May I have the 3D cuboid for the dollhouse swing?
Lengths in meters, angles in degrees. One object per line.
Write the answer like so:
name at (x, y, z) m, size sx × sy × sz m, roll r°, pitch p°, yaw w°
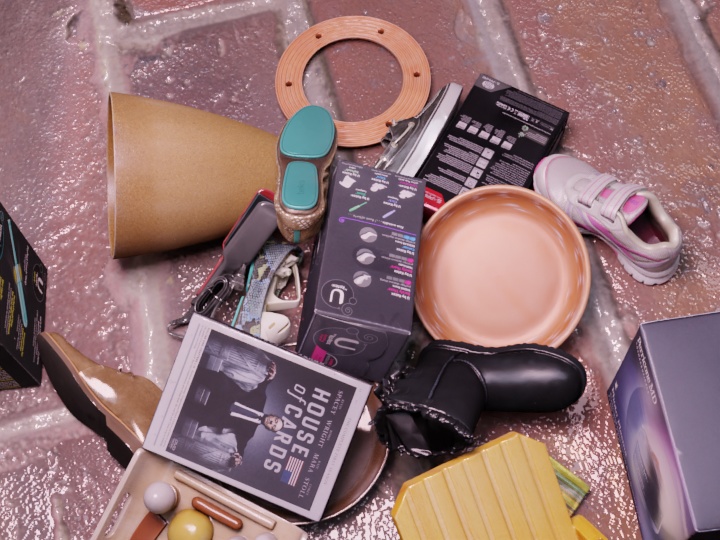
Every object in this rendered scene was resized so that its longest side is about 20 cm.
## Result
dollhouse swing at (0.149, 0.281, 0.955) m, size 0.199 × 0.177 × 0.182 m, roll -22°, pitch 23°, yaw -14°

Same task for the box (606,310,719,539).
box at (0.332, 0.168, 1.006) m, size 0.122 × 0.199 × 0.201 m, roll -8°, pitch 64°, yaw -1°

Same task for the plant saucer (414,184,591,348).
plant saucer at (0.155, 0.007, 1.148) m, size 0.199 × 0.037 × 0.202 m, roll 0°, pitch 87°, yaw 7°

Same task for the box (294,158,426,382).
box at (0.000, 0.000, 1.119) m, size 0.105 × 0.122 × 0.201 m, roll 13°, pitch 56°, yaw -8°

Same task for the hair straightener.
hair straightener at (-0.153, 0.002, 1.141) m, size 0.041 × 0.077 × 0.200 m, roll 36°, pitch 105°, yaw -22°

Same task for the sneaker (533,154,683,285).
sneaker at (0.289, -0.072, 1.171) m, size 0.200 × 0.088 × 0.081 m, roll 35°, pitch 71°, yaw 8°

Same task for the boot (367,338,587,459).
boot at (0.118, 0.132, 1.047) m, size 0.197 × 0.074 × 0.162 m, roll 7°, pitch 22°, yaw 22°

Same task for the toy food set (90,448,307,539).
toy food set at (-0.169, 0.286, 1.032) m, size 0.199 × 0.060 × 0.144 m, roll 24°, pitch 82°, yaw 14°

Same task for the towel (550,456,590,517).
towel at (0.150, 0.277, 1.063) m, size 0.086 × 0.018 × 0.200 m, roll 33°, pitch 71°, yaw 17°

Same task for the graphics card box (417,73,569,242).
graphics card box at (0.153, -0.130, 1.236) m, size 0.125 × 0.051 × 0.201 m, roll 25°, pitch 69°, yaw 13°

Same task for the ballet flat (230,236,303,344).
ballet flat at (-0.103, 0.041, 1.140) m, size 0.074 × 0.074 × 0.201 m, roll 7°, pitch 52°, yaw 6°

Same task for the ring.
ring at (-0.010, -0.240, 1.315) m, size 0.199 × 0.019 × 0.202 m, roll -1°, pitch 66°, yaw 2°

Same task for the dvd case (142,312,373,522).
dvd case at (-0.105, 0.149, 1.055) m, size 0.199 × 0.025 × 0.151 m, roll 21°, pitch 91°, yaw 5°

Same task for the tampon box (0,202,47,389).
tampon box at (-0.431, 0.026, 1.106) m, size 0.125 × 0.200 × 0.151 m, roll -5°, pitch 63°, yaw 1°

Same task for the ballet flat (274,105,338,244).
ballet flat at (-0.064, -0.104, 1.137) m, size 0.070 × 0.066 × 0.201 m, roll 9°, pitch 43°, yaw 1°

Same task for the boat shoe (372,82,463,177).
boat shoe at (0.057, -0.154, 1.238) m, size 0.063 × 0.071 × 0.201 m, roll 30°, pitch 71°, yaw 7°

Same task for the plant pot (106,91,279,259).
plant pot at (-0.189, -0.108, 1.188) m, size 0.199 × 0.187 × 0.187 m, roll -1°, pitch 63°, yaw -17°

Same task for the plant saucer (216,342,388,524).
plant saucer at (-0.066, 0.176, 1.113) m, size 0.199 × 0.032 × 0.201 m, roll -1°, pitch 65°, yaw 2°

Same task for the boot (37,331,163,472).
boot at (-0.277, 0.133, 1.133) m, size 0.200 × 0.074 × 0.075 m, roll 43°, pitch 55°, yaw 15°
